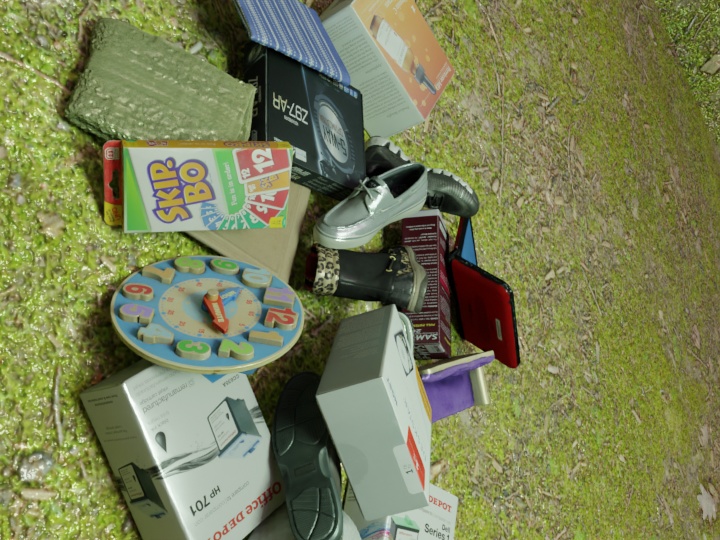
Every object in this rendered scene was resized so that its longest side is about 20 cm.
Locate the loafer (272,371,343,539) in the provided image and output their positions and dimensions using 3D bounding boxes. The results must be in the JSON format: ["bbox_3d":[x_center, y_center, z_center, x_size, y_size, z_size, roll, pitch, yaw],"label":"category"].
[{"bbox_3d":[-0.052,0.207,0.798,0.063,0.071,0.202,71,8,-49],"label":"loafer"}]

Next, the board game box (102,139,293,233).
[{"bbox_3d":[-0.173,-0.091,0.805,0.197,0.030,0.097,-2,119,-21],"label":"board game box"}]

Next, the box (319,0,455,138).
[{"bbox_3d":[0.034,-0.331,1.145,0.201,0.105,0.153,52,45,-24],"label":"box"}]

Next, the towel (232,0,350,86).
[{"bbox_3d":[-0.099,-0.316,0.966,0.199,0.024,0.146,8,50,-54],"label":"towel"}]

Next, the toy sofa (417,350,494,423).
[{"bbox_3d":[0.120,0.176,1.096,0.199,0.097,0.084,-6,84,-50],"label":"toy sofa"}]

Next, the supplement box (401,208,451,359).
[{"bbox_3d":[0.099,0.023,1.118,0.109,0.060,0.203,50,38,-66],"label":"supplement box"}]

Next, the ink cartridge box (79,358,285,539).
[{"bbox_3d":[-0.173,0.181,0.771,0.146,0.085,0.202,-30,100,-50],"label":"ink cartridge box"}]

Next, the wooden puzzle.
[{"bbox_3d":[-0.143,-0.092,0.931,0.200,0.037,0.187,39,52,-40],"label":"wooden puzzle"}]

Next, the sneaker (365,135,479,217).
[{"bbox_3d":[0.081,-0.120,1.114,0.198,0.067,0.091,29,50,0],"label":"sneaker"}]

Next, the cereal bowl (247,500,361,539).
[{"bbox_3d":[-0.055,0.354,0.808,0.199,0.082,0.203,-21,116,-53],"label":"cereal bowl"}]

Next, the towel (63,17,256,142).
[{"bbox_3d":[-0.215,-0.184,0.835,0.198,0.036,0.150,21,61,-25],"label":"towel"}]

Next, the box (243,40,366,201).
[{"bbox_3d":[-0.071,-0.195,0.991,0.199,0.043,0.163,19,64,-49],"label":"box"}]

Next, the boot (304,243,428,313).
[{"bbox_3d":[0.000,0.000,1.009,0.148,0.200,0.074,9,105,-12],"label":"boot"}]

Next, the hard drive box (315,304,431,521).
[{"bbox_3d":[0.023,0.153,0.850,0.200,0.076,0.158,-72,144,-69],"label":"hard drive box"}]

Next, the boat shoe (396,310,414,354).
[{"bbox_3d":[0.035,0.140,0.992,0.060,0.075,0.203,-23,133,-58],"label":"boat shoe"}]

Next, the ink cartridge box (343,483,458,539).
[{"bbox_3d":[0.044,0.369,0.961,0.144,0.083,0.202,36,53,-36],"label":"ink cartridge box"}]

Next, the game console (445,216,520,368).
[{"bbox_3d":[0.205,0.024,1.175,0.119,0.172,0.201,-42,140,-21],"label":"game console"}]

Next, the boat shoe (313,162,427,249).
[{"bbox_3d":[0.016,-0.095,0.993,0.200,0.070,0.072,-29,142,-37],"label":"boat shoe"}]

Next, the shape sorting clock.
[{"bbox_3d":[-0.155,0.038,0.774,0.199,0.199,0.040,-26,140,-49],"label":"shape sorting clock"}]
